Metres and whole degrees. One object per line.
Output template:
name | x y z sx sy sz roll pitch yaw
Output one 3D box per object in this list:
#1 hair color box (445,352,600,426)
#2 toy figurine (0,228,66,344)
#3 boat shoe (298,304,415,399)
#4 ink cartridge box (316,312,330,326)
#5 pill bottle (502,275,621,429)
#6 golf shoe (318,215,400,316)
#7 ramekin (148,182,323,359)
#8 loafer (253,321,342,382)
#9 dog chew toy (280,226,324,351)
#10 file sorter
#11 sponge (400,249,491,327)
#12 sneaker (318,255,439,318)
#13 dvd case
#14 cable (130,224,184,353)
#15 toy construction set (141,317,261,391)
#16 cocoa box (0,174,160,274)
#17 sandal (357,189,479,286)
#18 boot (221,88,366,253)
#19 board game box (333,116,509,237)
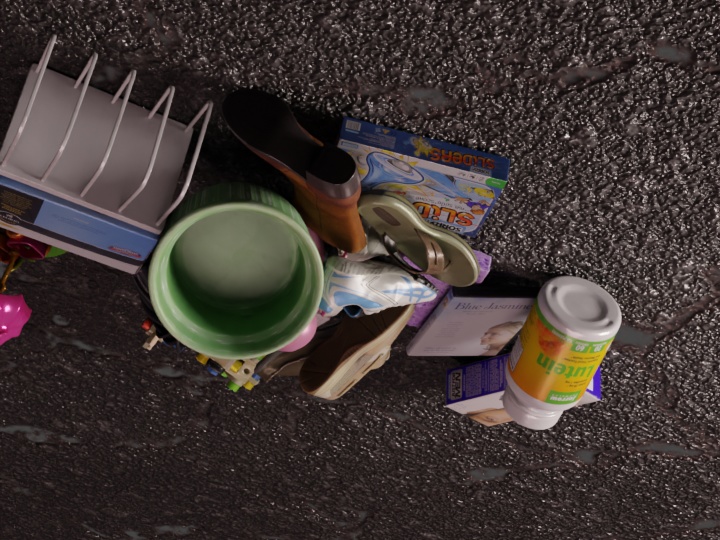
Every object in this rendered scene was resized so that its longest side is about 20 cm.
hair color box | 0.234 0.166 1.969 0.200 0.065 0.109 -18 147 38
toy figurine | -0.505 0.016 1.837 0.200 0.184 0.150 -5 146 25
boat shoe | 0.006 0.100 1.826 0.200 0.072 0.065 -45 136 16
ink cartridge box | -0.148 0.020 1.850 0.200 0.067 0.116 25 147 -24
pill bottle | 0.256 0.114 1.787 0.111 0.111 0.200 14 130 -6
golf shoe | 0.000 0.000 1.756 0.091 0.075 0.200 7 143 -16
ramekin | -0.145 -0.006 1.585 0.200 0.098 0.200 -2 116 -5
loafer | -0.051 0.117 1.886 0.200 0.070 0.075 -20 172 -19
dog chew toy | -0.101 0.019 1.734 0.124 0.125 0.200 2 127 14
file sorter | -0.280 -0.153 1.512 0.200 0.139 0.125 21 157 -19
sponge | 0.090 0.022 1.819 0.112 0.030 0.200 15 149 -8
sneaker | 0.018 0.023 1.661 0.200 0.073 0.072 5 -154 -48
dvd case | 0.160 0.071 1.854 0.143 0.018 0.200 1 153 -18
cable | -0.264 0.023 1.834 0.163 0.051 0.200 47 144 12
toy construction set | -0.225 0.108 2.004 0.200 0.092 0.131 22 -174 -7
cocoa box | -0.330 -0.103 1.624 0.200 0.133 0.131 20 155 -15
sandal | 0.063 -0.028 1.646 0.080 0.057 0.201 -19 139 40
boot | -0.072 -0.115 1.587 0.188 0.068 0.200 27 163 12
board game box | 0.060 -0.108 1.603 0.200 0.034 0.135 13 151 -5
